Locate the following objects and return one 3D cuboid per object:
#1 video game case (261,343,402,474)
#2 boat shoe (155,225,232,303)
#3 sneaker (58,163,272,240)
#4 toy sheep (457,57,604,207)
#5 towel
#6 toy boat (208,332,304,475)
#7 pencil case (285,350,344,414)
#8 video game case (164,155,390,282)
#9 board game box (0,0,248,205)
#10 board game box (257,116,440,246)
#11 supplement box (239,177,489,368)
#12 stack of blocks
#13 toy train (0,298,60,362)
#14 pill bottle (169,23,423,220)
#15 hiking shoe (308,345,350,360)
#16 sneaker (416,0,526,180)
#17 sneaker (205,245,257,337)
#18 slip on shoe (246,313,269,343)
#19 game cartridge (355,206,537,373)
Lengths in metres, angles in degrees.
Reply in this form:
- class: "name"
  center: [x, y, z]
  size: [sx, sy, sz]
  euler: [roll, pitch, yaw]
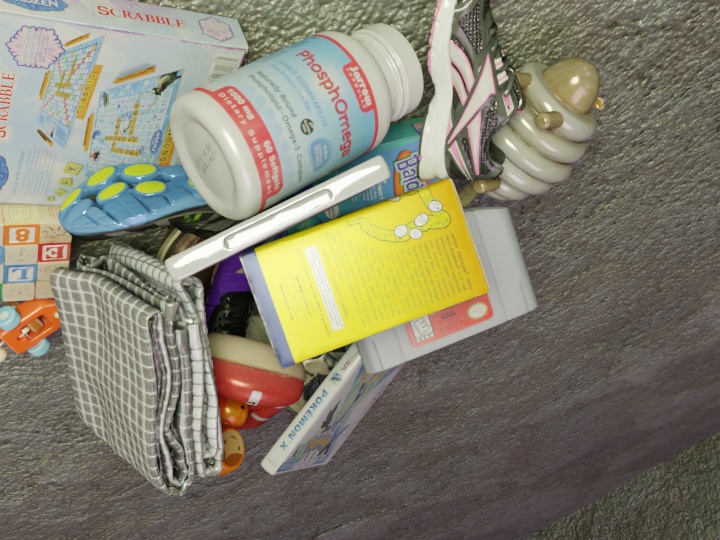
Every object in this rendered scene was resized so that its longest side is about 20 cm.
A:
- class: "video game case"
  center: [-0.022, 0.162, 0.960]
  size: [0.182, 0.022, 0.200]
  euler: [-52, 162, 1]
- class: "boat shoe"
  center: [-0.184, 0.027, 0.846]
  size: [0.075, 0.075, 0.203]
  euler: [8, 120, -53]
- class: "sneaker"
  center: [-0.160, -0.055, 0.709]
  size: [0.199, 0.071, 0.083]
  euler: [-15, 144, -23]
- class: "toy sheep"
  center: [0.158, -0.134, 0.802]
  size: [0.138, 0.138, 0.200]
  euler: [11, 139, -41]
- class: "towel"
  center: [-0.206, 0.087, 0.740]
  size: [0.085, 0.165, 0.200]
  euler: [-20, 118, -38]
- class: "toy boat"
  center: [-0.141, 0.151, 0.850]
  size: [0.130, 0.131, 0.200]
  euler: [16, 149, -21]
- class: "pencil case"
  center: [-0.029, 0.102, 1.027]
  size: [0.200, 0.078, 0.089]
  euler: [-44, 106, -12]
- class: "video game case"
  center: [-0.067, -0.044, 0.692]
  size: [0.182, 0.022, 0.200]
  euler: [-26, -175, -2]
- class: "board game box"
  center: [-0.219, -0.132, 0.662]
  size: [0.199, 0.041, 0.200]
  euler: [0, 142, -33]
- class: "board game box"
  center: [-0.013, -0.061, 0.837]
  size: [0.200, 0.045, 0.152]
  euler: [-15, 123, -9]
- class: "supplement box"
  center: [0.000, 0.000, 0.749]
  size: [0.200, 0.110, 0.109]
  euler: [-20, -176, -5]
- class: "stack of blocks"
  center: [-0.369, -0.025, 0.720]
  size: [0.200, 0.059, 0.115]
  euler: [-3, 144, -27]
- class: "toy train"
  center: [-0.303, 0.061, 0.868]
  size: [0.150, 0.056, 0.200]
  euler: [-40, 148, -9]
- class: "pill bottle"
  center: [-0.046, -0.130, 0.663]
  size: [0.200, 0.109, 0.109]
  euler: [-33, 155, -27]
- class: "hiking shoe"
  center: [-0.032, 0.045, 0.895]
  size: [0.087, 0.074, 0.200]
  euler: [-48, 163, 14]
- class: "sneaker"
  center: [0.106, -0.170, 0.705]
  size: [0.086, 0.080, 0.200]
  euler: [11, 126, 11]
- class: "sneaker"
  center: [-0.152, 0.053, 0.926]
  size: [0.069, 0.100, 0.200]
  euler: [7, 139, -40]
- class: "slip on shoe"
  center: [-0.110, 0.102, 1.063]
  size: [0.200, 0.061, 0.074]
  euler: [21, 95, -34]
- class: "game cartridge"
  center: [0.077, 0.012, 0.838]
  size: [0.200, 0.133, 0.041]
  euler: [-22, -171, -7]
